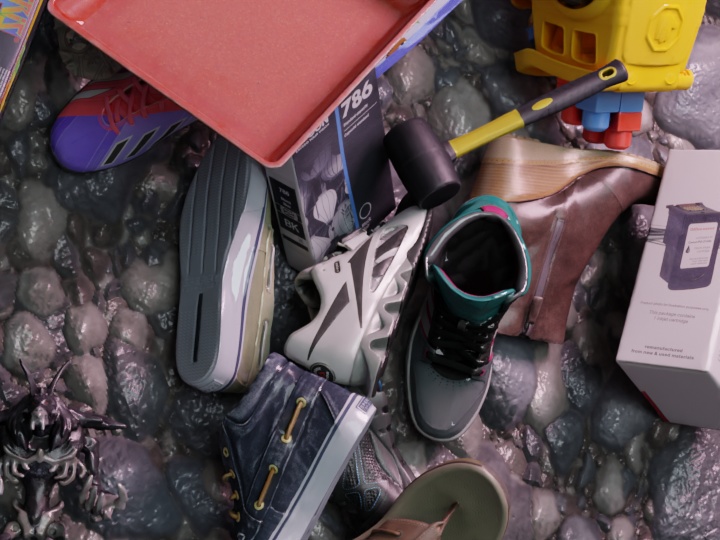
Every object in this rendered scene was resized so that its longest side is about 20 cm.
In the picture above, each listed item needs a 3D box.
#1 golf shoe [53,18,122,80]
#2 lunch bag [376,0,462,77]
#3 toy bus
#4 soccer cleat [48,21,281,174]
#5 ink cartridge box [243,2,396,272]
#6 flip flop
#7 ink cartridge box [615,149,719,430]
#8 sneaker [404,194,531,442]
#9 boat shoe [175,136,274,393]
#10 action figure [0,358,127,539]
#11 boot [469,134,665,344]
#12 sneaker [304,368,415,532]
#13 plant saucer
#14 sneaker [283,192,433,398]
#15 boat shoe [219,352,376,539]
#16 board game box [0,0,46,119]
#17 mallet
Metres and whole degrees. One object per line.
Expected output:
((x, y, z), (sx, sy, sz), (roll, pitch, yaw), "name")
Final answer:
((-0.169, -0.232, 1.206), (0.078, 0.097, 0.201), (15, 86, 5), "golf shoe")
((-0.009, -0.248, 1.268), (0.200, 0.124, 0.170), (-46, 104, -20), "lunch bag")
((0.190, -0.205, 1.352), (0.135, 0.200, 0.193), (-7, 112, -33), "toy bus")
((-0.139, -0.133, 1.180), (0.200, 0.073, 0.068), (-27, 96, -3), "soccer cleat")
((-0.026, -0.092, 1.209), (0.099, 0.039, 0.200), (-44, 145, -25), "ink cartridge box")
((0.024, 0.212, 1.180), (0.200, 0.058, 0.081), (-33, 95, 12), "flip flop")
((0.297, 0.017, 1.363), (0.145, 0.084, 0.200), (45, 58, -52), "ink cartridge box")
((0.081, 0.036, 1.242), (0.083, 0.121, 0.201), (12, 88, 4), "sneaker")
((-0.097, -0.004, 1.221), (0.062, 0.072, 0.201), (20, 74, -48), "boat shoe")
((-0.219, 0.156, 1.101), (0.119, 0.102, 0.201), (3, 80, -15), "action figure")
((0.176, -0.021, 1.366), (0.199, 0.072, 0.167), (7, 89, -27), "boot")
((0.002, 0.164, 1.240), (0.082, 0.073, 0.200), (-23, 90, -6), "sneaker")
((-0.080, -0.179, 1.126), (0.199, 0.037, 0.200), (36, 63, 10), "plant saucer")
((0.000, 0.000, 1.225), (0.088, 0.074, 0.200), (17, 47, 8), "sneaker")
((-0.072, 0.160, 1.176), (0.091, 0.071, 0.201), (30, 99, 7), "boat shoe")
((-0.253, -0.159, 1.102), (0.057, 0.165, 0.200), (21, 72, -11), "board game box")
((0.110, -0.122, 1.239), (0.200, 0.041, 0.066), (-33, 73, -13), "mallet")
